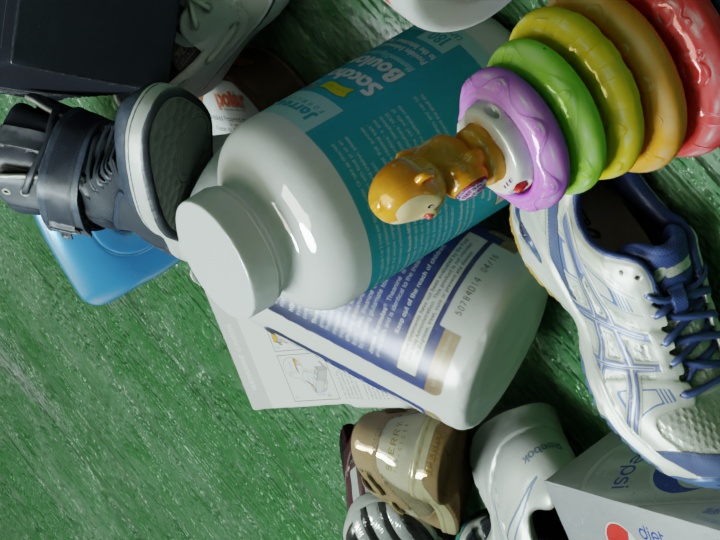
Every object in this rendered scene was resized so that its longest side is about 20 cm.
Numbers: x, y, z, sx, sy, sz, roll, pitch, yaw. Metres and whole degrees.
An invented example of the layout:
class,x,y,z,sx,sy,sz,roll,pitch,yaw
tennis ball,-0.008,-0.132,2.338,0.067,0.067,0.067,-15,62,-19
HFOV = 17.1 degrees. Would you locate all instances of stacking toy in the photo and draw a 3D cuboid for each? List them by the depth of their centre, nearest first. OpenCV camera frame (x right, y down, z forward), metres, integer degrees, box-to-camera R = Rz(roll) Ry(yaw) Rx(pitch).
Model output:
class,x,y,z,sx,sy,sz,roll,pitch,yaw
stacking toy,0.085,-0.072,1.096,0.110,0.199,0.116,57,155,5
stacking toy,-0.194,-0.066,1.762,0.110,0.116,0.200,63,170,-23

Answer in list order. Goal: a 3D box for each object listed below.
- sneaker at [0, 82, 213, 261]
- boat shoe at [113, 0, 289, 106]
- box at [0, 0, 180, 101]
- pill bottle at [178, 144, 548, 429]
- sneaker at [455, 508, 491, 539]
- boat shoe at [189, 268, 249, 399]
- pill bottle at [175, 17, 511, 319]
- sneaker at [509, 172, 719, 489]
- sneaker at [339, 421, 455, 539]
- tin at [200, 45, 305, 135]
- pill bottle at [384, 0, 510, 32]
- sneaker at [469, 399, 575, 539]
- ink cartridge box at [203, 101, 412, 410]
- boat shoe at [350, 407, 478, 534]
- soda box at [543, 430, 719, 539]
class,x,y,z,sx,sy,sz,roll,pitch,yaw
sneaker,-0.158,-0.069,1.414,0.145,0.077,0.203,21,163,12
boat shoe,-0.095,-0.160,1.461,0.074,0.065,0.200,47,139,14
box,-0.185,-0.210,1.458,0.182,0.103,0.202,3,85,60
pill bottle,0.000,0.000,1.378,0.199,0.111,0.111,27,145,17
sneaker,0.096,0.240,1.586,0.080,0.077,0.201,38,149,57
boat shoe,-0.083,0.001,1.662,0.073,0.062,0.201,11,127,59
pill bottle,0.001,-0.052,1.277,0.111,0.199,0.111,42,150,31
sneaker,0.149,0.021,1.232,0.201,0.075,0.088,55,155,8
sneaker,0.033,0.160,1.637,0.200,0.075,0.116,66,-167,-59
tin,-0.045,-0.049,1.568,0.112,0.042,0.201,7,124,55
pill bottle,0.001,-0.217,1.198,0.200,0.111,0.112,43,151,31
sneaker,0.111,0.178,1.456,0.087,0.074,0.201,-122,15,-52
ink cartridge box,-0.027,-0.008,1.505,0.175,0.045,0.201,-3,117,41
boat shoe,0.036,0.115,1.476,0.064,0.072,0.200,13,167,11
soda box,0.188,0.141,1.304,0.200,0.063,0.069,9,127,60
